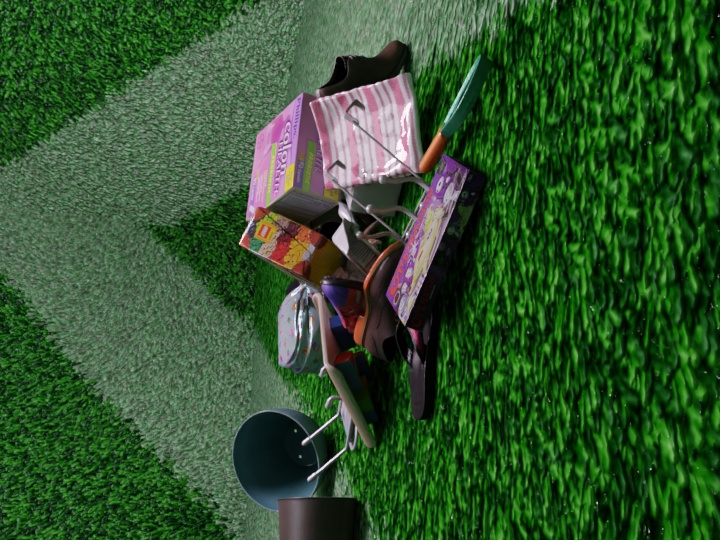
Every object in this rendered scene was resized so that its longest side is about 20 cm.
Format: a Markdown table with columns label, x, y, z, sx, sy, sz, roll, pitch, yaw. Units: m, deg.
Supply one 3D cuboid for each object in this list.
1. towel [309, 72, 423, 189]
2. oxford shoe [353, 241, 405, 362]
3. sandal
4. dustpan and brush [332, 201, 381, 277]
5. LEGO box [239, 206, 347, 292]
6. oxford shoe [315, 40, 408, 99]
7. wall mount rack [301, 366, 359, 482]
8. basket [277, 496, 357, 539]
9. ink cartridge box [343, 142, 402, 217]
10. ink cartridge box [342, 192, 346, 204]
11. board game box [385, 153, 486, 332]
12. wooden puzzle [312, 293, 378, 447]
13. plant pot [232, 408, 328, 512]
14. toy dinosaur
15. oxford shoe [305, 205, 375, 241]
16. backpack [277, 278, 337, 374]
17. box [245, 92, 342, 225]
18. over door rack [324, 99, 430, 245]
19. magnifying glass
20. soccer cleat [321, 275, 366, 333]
| label | x | y | z | sx | sy | sz | roll | pitch | yaw |
| --- | --- | --- | --- | --- | --- | --- | --- | --- | --- |
| towel | 0.009 | -0.207 | 1.287 | 0.198 | 0.030 | 0.149 | -6 | 98 | 41 |
| oxford shoe | 0.046 | 0.047 | 1.224 | 0.072 | 0.071 | 0.202 | 38 | 138 | 29 |
| sandal | 0.071 | 0.093 | 1.109 | 0.075 | 0.044 | 0.204 | 128 | 146 | -69 |
| dustpan and brush | -0.007 | -0.049 | 1.334 | 0.057 | 0.140 | 0.200 | -45 | 40 | 1 |
| LEGO box | -0.096 | -0.022 | 1.490 | 0.078 | 0.147 | 0.200 | -63 | -30 | -5 |
| oxford shoe | 0.004 | -0.333 | 1.403 | 0.200 | 0.085 | 0.072 | -45 | 27 | -23 |
| wall mount rack | -0.054 | 0.278 | 1.534 | 0.200 | 0.073 | 0.177 | -110 | 29 | -67 |
| basket | -0.072 | 0.481 | 1.386 | 0.181 | 0.133 | 0.204 | 119 | 151 | -70 |
| ink cartridge box | 0.020 | -0.196 | 1.427 | 0.201 | 0.081 | 0.149 | -105 | 26 | -62 |
| ink cartridge box | -0.047 | -0.078 | 1.686 | 0.147 | 0.081 | 0.203 | -108 | 27 | -61 |
| board game box | 0.090 | -0.038 | 1.046 | 0.120 | 0.032 | 0.203 | -113 | 43 | -74 |
| wooden puzzle | -0.017 | 0.154 | 1.352 | 0.201 | 0.046 | 0.187 | -107 | -6 | -55 |
| plant pot | -0.143 | 0.370 | 1.714 | 0.134 | 0.197 | 0.204 | -13 | -66 | -66 |
| toy dinosaur | 0.000 | 0.000 | 1.439 | 0.136 | 0.084 | 0.203 | 64 | -141 | -65 |
| oxford shoe | -0.068 | -0.089 | 1.551 | 0.198 | 0.073 | 0.072 | 13 | 115 | 37 |
| backpack | -0.107 | 0.118 | 1.761 | 0.167 | 0.124 | 0.203 | 125 | 147 | -59 |
| box | -0.114 | -0.185 | 1.500 | 0.199 | 0.095 | 0.179 | -24 | 57 | 56 |
| over door rack | 0.017 | -0.119 | 1.219 | 0.201 | 0.066 | 0.148 | 51 | 148 | 17 |
| magnifying glass | 0.115 | -0.189 | 1.054 | 0.201 | 0.022 | 0.080 | 117 | 176 | -57 |
| soccer cleat | -0.009 | 0.059 | 1.285 | 0.200 | 0.067 | 0.075 | 35 | -111 | -66 |
